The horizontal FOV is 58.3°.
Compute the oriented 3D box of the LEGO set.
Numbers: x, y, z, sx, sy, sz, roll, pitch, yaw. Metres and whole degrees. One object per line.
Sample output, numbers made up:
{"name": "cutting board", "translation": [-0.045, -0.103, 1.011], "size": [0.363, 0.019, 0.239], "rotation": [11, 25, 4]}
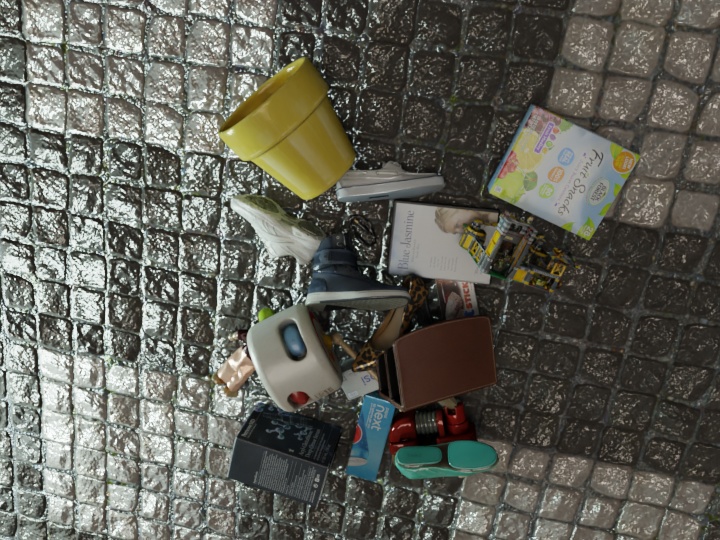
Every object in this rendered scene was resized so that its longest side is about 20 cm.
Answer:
{"name": "LEGO set", "translation": [0.282, -0.052, 1.127], "size": [0.200, 0.154, 0.116], "rotation": [20, 112, -8]}

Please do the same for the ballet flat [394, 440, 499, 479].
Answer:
{"name": "ballet flat", "translation": [0.168, 0.370, 1.247], "size": [0.200, 0.067, 0.070], "rotation": [-5, 136, 12]}

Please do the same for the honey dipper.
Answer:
{"name": "honey dipper", "translation": [0.018, 0.195, 1.263], "size": [0.200, 0.038, 0.038], "rotation": [43, 110, 2]}

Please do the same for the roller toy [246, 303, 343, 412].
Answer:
{"name": "roller toy", "translation": [-0.116, 0.165, 1.231], "size": [0.140, 0.182, 0.200], "rotation": [-26, 108, 1]}

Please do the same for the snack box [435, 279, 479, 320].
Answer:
{"name": "snack box", "translation": [0.199, 0.094, 1.272], "size": [0.072, 0.024, 0.200], "rotation": [-10, 106, 11]}

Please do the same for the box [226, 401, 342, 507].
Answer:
{"name": "box", "translation": [-0.157, 0.385, 1.367], "size": [0.200, 0.148, 0.107], "rotation": [16, 110, 4]}

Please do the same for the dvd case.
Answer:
{"name": "dvd case", "translation": [0.154, -0.054, 1.213], "size": [0.200, 0.018, 0.143], "rotation": [6, 100, 3]}

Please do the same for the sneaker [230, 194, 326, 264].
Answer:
{"name": "sneaker", "translation": [-0.172, -0.073, 1.255], "size": [0.200, 0.078, 0.099], "rotation": [30, 114, 0]}

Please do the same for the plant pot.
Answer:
{"name": "plant pot", "translation": [-0.113, -0.235, 1.136], "size": [0.201, 0.201, 0.189], "rotation": [-33, 114, 18]}

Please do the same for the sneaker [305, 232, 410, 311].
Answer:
{"name": "sneaker", "translation": [-0.001, -0.001, 1.201], "size": [0.202, 0.077, 0.146], "rotation": [0, 67, 20]}

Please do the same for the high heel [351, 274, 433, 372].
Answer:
{"name": "high heel", "translation": [0.048, 0.097, 1.214], "size": [0.200, 0.071, 0.143], "rotation": [-35, 134, -18]}

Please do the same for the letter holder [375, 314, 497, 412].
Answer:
{"name": "letter holder", "translation": [0.136, 0.155, 1.189], "size": [0.200, 0.101, 0.142], "rotation": [-12, 101, -22]}

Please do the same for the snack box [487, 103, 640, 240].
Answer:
{"name": "snack box", "translation": [0.351, -0.173, 1.132], "size": [0.200, 0.068, 0.169], "rotation": [24, 110, -1]}

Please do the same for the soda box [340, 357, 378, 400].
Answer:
{"name": "soda box", "translation": [0.055, 0.190, 1.306], "size": [0.200, 0.068, 0.063], "rotation": [-24, 101, 16]}

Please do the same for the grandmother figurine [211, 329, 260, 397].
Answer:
{"name": "grandmother figurine", "translation": [-0.230, 0.174, 1.359], "size": [0.121, 0.061, 0.200], "rotation": [45, 107, 0]}

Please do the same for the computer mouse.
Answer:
{"name": "computer mouse", "translation": [0.058, -0.039, 1.247], "size": [0.200, 0.034, 0.059], "rotation": [34, 112, -2]}

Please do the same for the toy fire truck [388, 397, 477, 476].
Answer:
{"name": "toy fire truck", "translation": [0.139, 0.309, 1.306], "size": [0.176, 0.129, 0.200], "rotation": [-8, 101, 13]}

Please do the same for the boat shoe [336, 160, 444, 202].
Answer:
{"name": "boat shoe", "translation": [0.053, -0.169, 1.185], "size": [0.200, 0.074, 0.065], "rotation": [-5, 82, -1]}

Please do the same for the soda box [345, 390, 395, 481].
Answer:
{"name": "soda box", "translation": [0.025, 0.341, 1.365], "size": [0.068, 0.064, 0.200], "rotation": [15, 110, 5]}
